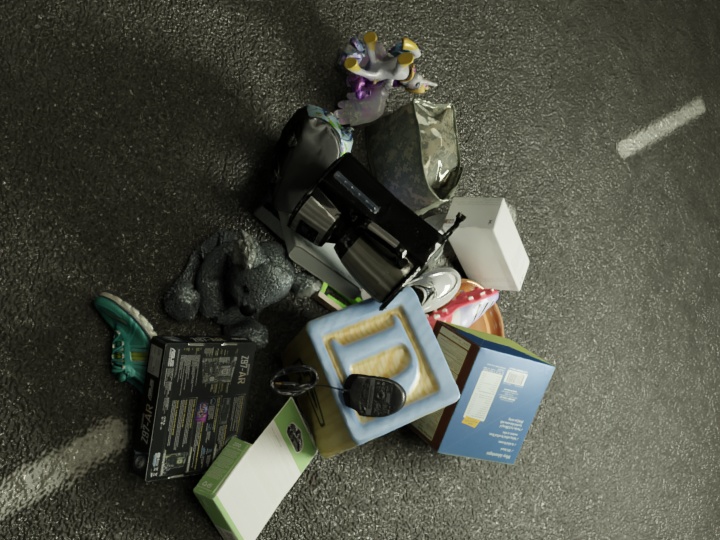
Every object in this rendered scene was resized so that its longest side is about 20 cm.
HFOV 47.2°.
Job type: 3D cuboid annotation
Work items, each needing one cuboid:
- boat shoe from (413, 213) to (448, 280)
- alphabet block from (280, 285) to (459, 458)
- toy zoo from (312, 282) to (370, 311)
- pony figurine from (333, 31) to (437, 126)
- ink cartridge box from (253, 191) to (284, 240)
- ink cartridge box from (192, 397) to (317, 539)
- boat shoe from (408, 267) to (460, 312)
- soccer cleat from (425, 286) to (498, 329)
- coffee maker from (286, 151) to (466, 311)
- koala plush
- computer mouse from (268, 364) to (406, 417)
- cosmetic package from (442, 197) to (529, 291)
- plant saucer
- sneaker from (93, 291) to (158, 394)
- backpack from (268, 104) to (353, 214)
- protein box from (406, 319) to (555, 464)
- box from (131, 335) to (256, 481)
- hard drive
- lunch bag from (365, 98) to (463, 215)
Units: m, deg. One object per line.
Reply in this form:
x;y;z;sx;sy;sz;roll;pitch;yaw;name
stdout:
0.124;-0.041;1.604;0.200;0.072;0.071;-43;130;-40;boat shoe
0.008;0.164;1.305;0.194;0.200;0.198;-18;78;-21;alphabet block
0.000;0.000;1.518;0.131;0.020;0.201;37;58;-25;toy zoo
0.033;-0.362;1.511;0.200;0.191;0.168;27;63;-74;pony figurine
-0.060;-0.109;1.469;0.200;0.043;0.199;42;57;-14;ink cartridge box
-0.156;0.306;1.266;0.200;0.048;0.146;-53;140;-35;ink cartridge box
0.105;0.045;1.499;0.199;0.068;0.073;-17;88;-21;boat shoe
0.194;0.090;1.580;0.199;0.066;0.077;-24;109;-38;soccer cleat
0.019;-0.070;1.228;0.200;0.135;0.192;43;43;2;coffee maker
-0.169;0.009;1.268;0.177;0.199;0.185;33;60;-27;koala plush
-0.032;0.169;1.170;0.198;0.034;0.059;11;86;-8;computer mouse
0.250;-0.051;1.626;0.082;0.112;0.201;-64;144;-30;cosmetic package
0.206;0.118;1.641;0.199;0.037;0.202;11;71;-36;plant saucer
-0.329;0.122;1.199;0.079;0.077;0.201;-35;101;-29;sneaker
-0.082;-0.192;1.356;0.153;0.200;0.164;15;110;-24;backpack
0.211;0.224;1.504;0.197;0.135;0.201;16;99;-34;protein box
-0.242;0.197;1.207;0.159;0.043;0.202;3;99;-45;box
-0.070;-0.041;1.312;0.132;0.026;0.200;35;15;-26;hard drive
0.104;-0.200;1.557;0.117;0.164;0.202;0;79;-35;lunch bag
